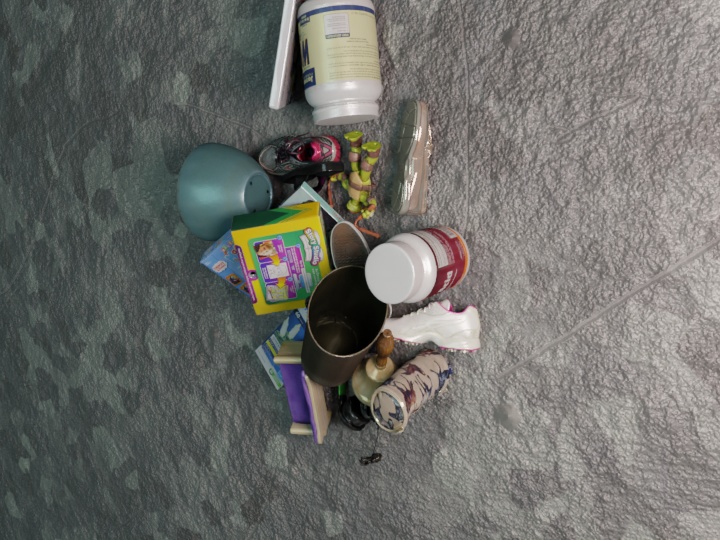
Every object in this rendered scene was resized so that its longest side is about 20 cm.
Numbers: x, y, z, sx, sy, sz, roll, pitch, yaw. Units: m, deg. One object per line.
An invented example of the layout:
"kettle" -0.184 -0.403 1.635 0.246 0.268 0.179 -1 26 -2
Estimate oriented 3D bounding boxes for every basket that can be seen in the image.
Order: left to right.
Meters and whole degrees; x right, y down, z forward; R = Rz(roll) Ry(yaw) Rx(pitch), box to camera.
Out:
"basket" -0.042 0.119 1.169 0.133 0.183 0.202 25 144 2

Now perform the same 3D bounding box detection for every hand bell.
"hand bell" 0.039 0.163 1.173 0.104 0.103 0.202 43 154 21

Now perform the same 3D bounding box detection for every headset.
"headset" 0.003 0.279 1.284 0.122 0.093 0.205 -27 72 35

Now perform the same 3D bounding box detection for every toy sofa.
"toy sofa" -0.119 0.251 1.316 0.080 0.098 0.205 0 121 14

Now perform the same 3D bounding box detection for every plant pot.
"plant pot" -0.258 -0.158 1.330 0.132 0.198 0.206 7 102 31

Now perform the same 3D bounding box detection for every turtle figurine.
"turtle figurine" 0.002 -0.166 1.218 0.201 0.063 0.165 50 140 44

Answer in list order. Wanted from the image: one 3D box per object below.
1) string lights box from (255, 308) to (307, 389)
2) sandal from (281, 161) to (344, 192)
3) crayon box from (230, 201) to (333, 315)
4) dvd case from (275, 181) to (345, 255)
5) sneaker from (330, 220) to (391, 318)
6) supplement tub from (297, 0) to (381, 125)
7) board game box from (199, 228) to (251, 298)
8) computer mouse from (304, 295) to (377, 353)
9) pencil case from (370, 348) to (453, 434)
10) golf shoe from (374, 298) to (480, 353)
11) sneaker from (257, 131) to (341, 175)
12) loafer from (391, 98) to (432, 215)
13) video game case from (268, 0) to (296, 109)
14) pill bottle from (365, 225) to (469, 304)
"string lights box" -0.131 0.153 1.377 0.200 0.058 0.104 -45 72 31
"sandal" -0.098 -0.174 1.255 0.199 0.074 0.050 -1 95 61
"crayon box" -0.143 -0.020 1.253 0.167 0.059 0.204 -9 125 1
"dvd case" -0.119 -0.074 1.296 0.146 0.022 0.199 43 134 -16
"sneaker" 0.000 0.000 1.232 0.071 0.085 0.204 -22 99 10
"supplement tub" -0.036 -0.375 1.167 0.142 0.144 0.206 -2 97 35
"board game box" -0.213 -0.003 1.342 0.199 0.037 0.150 37 133 -25
"computer mouse" -0.020 0.101 1.270 0.197 0.034 0.059 31 136 0
"pencil case" 0.092 0.212 1.145 0.090 0.199 0.078 50 125 9
"golf shoe" 0.123 0.093 1.171 0.194 0.075 0.094 7 91 12
"sneaker" -0.135 -0.239 1.304 0.196 0.074 0.083 -3 97 36
"loafer" 0.100 -0.200 1.163 0.072 0.061 0.206 -147 63 -63
"video game case" -0.134 -0.414 1.219 0.022 0.183 0.205 11 108 -1
"pill bottle" 0.099 -0.009 1.101 0.112 0.198 0.118 7 103 33
